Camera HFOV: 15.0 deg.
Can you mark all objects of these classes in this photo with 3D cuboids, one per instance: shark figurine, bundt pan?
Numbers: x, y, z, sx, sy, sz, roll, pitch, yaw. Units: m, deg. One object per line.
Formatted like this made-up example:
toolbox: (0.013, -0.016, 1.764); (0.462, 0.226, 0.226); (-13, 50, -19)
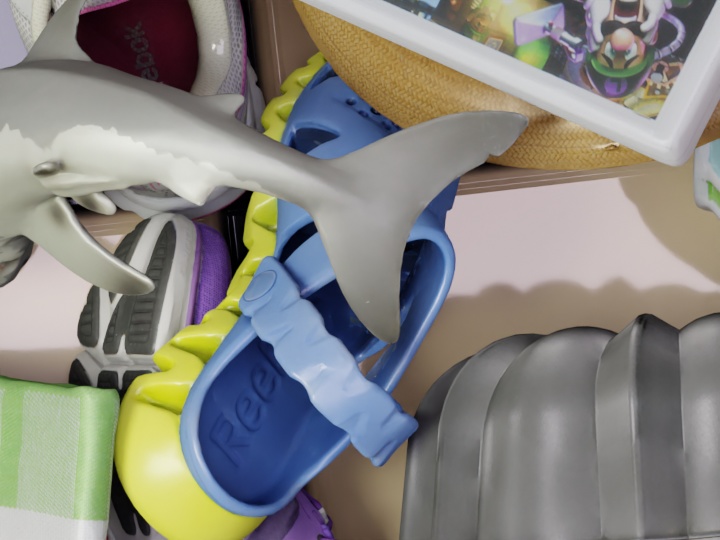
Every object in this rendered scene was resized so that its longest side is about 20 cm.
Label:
shark figurine: (-0.069, -0.049, 0.803); (0.128, 0.214, 0.090); (45, 56, -40)
bundt pan: (0.104, 0.057, 0.863); (0.201, 0.202, 0.076); (-3, 80, -6)

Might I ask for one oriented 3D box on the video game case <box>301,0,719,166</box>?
video game case: (0.049, -0.149, 0.807); (0.199, 0.023, 0.183); (26, 86, 24)

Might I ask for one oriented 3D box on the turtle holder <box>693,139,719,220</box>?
turtle holder: (0.178, -0.068, 0.884); (0.131, 0.141, 0.186); (7, 127, 15)

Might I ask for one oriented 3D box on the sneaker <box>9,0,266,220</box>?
sneaker: (-0.082, -0.112, 0.887); (0.081, 0.088, 0.201); (-26, 94, -4)

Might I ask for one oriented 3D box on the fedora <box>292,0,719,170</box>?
fedora: (0.074, -0.115, 0.848); (0.199, 0.082, 0.202); (-5, 76, 20)

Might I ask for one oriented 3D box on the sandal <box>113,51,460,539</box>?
sandal: (0.000, 0.000, 0.869); (0.079, 0.087, 0.201); (42, 53, -30)

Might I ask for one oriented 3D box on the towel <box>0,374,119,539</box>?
towel: (-0.127, 0.131, 0.875); (0.031, 0.149, 0.201); (6, 90, -44)

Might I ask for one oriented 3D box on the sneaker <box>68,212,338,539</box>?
sneaker: (-0.046, 0.079, 0.916); (0.083, 0.081, 0.201); (-9, 96, -26)
